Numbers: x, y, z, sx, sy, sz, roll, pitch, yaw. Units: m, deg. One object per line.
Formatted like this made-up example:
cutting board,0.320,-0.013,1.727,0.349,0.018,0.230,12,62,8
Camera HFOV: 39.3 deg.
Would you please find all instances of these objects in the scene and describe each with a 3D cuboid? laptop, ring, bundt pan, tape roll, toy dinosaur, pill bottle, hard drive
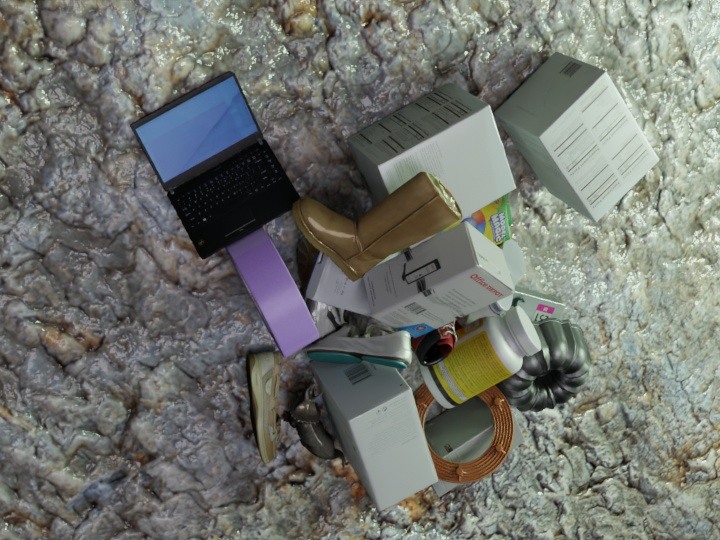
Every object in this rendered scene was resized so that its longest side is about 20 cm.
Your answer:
laptop,-0.211,-0.156,1.487,0.175,0.202,0.104,-29,158,-7
ring,0.177,0.278,1.805,0.198,0.202,0.019,-31,158,-6
bundt pan,0.335,0.186,1.849,0.197,0.077,0.204,-9,134,-9
tape roll,-0.137,0.030,1.545,0.065,0.200,0.203,-28,120,-7
toy dinosaur,-0.082,0.280,1.730,0.076,0.102,0.203,-23,109,-9
pill bottle,0.209,0.147,1.750,0.198,0.113,0.113,-31,123,18
hard drive,0.000,0.000,1.635,0.198,0.025,0.134,19,91,-51

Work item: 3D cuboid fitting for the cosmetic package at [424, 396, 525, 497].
cosmetic package,0.193,0.313,1.865,0.198,0.107,0.091,-34,122,-7

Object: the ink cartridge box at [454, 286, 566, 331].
ink cartridge box,0.258,0.113,1.840,0.197,0.044,0.177,14,105,-27

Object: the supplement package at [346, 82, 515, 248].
supplement package,0.111,-0.169,1.588,0.198,0.151,0.154,-29,120,-8

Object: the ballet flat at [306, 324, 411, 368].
ballet flat,0.001,0.122,1.658,0.069,0.197,0.071,-2,92,-57

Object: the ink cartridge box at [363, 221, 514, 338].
ink cartridge box,0.126,0.019,1.607,0.198,0.086,0.145,-27,150,23

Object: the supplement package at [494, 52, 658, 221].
supplement package,0.355,-0.221,1.658,0.150,0.152,0.200,-43,121,0

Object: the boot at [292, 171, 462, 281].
boot,0.023,-0.089,1.482,0.198,0.067,0.175,-32,127,23

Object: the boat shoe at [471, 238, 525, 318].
boat shoe,0.230,0.016,1.726,0.069,0.201,0.071,-25,112,32

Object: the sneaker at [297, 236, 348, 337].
sneaker,-0.054,0.014,1.655,0.086,0.076,0.203,-12,126,-24

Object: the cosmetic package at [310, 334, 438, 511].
cosmetic package,0.021,0.256,1.712,0.121,0.199,0.203,-25,120,-10

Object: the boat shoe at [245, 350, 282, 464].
boat shoe,-0.154,0.233,1.705,0.062,0.073,0.205,-9,108,-13

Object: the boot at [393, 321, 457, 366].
boot,0.155,0.068,1.717,0.072,0.144,0.201,39,93,-30

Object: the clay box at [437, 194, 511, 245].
clay box,0.178,-0.084,1.709,0.197,0.048,0.117,-23,120,-16
